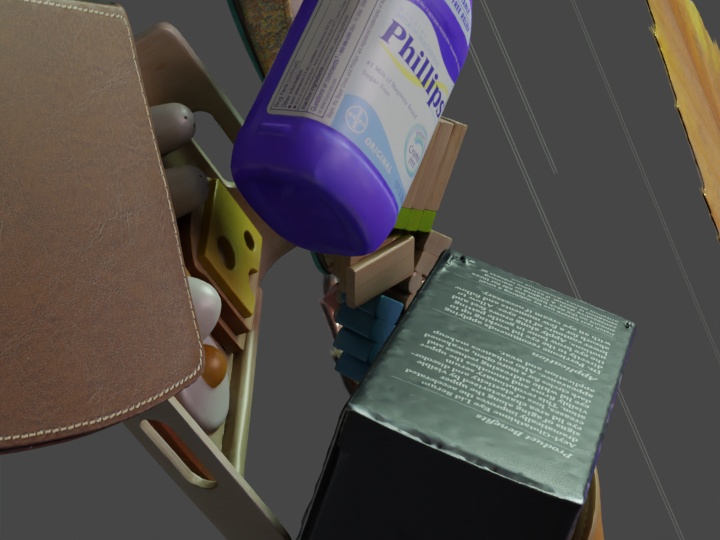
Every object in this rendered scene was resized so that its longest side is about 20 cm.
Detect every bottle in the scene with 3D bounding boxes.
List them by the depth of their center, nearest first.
[{"bbox_3d":[0.011,-0.107,0.829,0.084,0.065,0.200,52,53,-47],"label":"bottle"}]

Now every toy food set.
[{"bbox_3d":[-0.064,0.005,0.792,0.144,0.060,0.200,54,27,-38],"label":"toy food set"}]

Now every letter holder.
[{"bbox_3d":[-0.142,-0.007,0.553,0.200,0.101,0.142,-8,82,-69],"label":"letter holder"}]

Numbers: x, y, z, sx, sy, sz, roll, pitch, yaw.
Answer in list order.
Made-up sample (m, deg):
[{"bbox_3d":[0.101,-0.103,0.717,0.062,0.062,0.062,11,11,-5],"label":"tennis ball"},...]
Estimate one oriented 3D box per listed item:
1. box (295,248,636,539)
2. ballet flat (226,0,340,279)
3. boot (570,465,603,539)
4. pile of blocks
[{"bbox_3d":[0.042,0.101,0.826,0.200,0.104,0.148,-56,166,-64],"label":"box"},{"bbox_3d":[-0.018,-0.095,0.987,0.071,0.071,0.200,-13,84,-69],"label":"ballet flat"},{"bbox_3d":[0.135,0.205,1.114,0.155,0.074,0.200,38,51,-54],"label":"boot"},{"bbox_3d":[0.000,0.000,0.929,0.082,0.062,0.200,-27,130,-43],"label":"pile of blocks"}]
